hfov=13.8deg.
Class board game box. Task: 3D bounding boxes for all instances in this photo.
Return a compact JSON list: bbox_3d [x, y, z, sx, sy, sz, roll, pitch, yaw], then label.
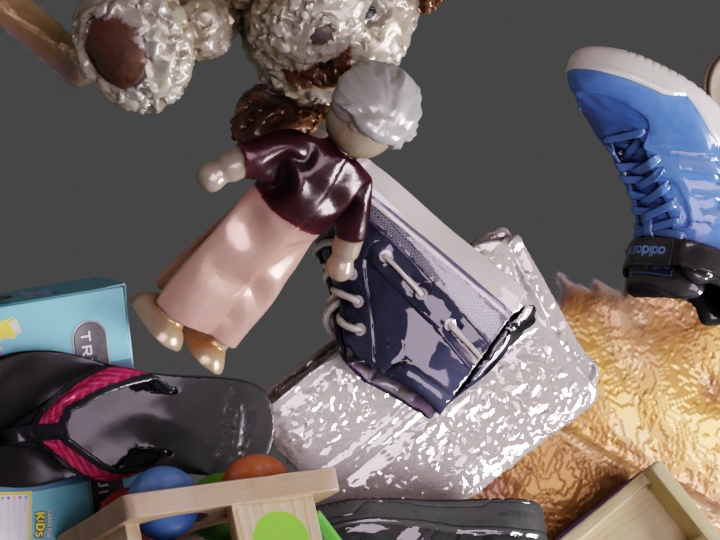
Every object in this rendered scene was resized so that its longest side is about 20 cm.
[{"bbox_3d":[-0.222,0.094,1.656,0.200,0.047,0.151,-9,99,-24],"label":"board game box"}]

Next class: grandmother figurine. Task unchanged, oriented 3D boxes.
[{"bbox_3d":[-0.042,-0.037,1.651,0.200,0.061,0.121,-47,140,13],"label":"grandmother figurine"}]

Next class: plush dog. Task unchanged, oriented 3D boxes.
[{"bbox_3d":[-0.047,-0.161,1.659,0.172,0.161,0.200,38,105,-23],"label":"plush dog"}]

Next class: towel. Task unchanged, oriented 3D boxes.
[{"bbox_3d":[0.044,0.077,1.787,0.200,0.034,0.133,-38,108,-17],"label":"towel"}]

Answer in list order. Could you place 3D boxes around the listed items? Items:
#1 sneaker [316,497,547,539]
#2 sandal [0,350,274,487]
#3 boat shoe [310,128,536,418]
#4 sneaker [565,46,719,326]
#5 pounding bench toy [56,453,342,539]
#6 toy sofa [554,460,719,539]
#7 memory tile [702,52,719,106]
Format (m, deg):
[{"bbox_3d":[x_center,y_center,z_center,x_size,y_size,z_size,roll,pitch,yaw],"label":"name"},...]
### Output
[{"bbox_3d":[0.052,0.188,1.731,0.200,0.060,0.104,0,69,-18],"label":"sneaker"},{"bbox_3d":[-0.135,0.084,1.644,0.200,0.045,0.075,1,94,-25],"label":"sandal"},{"bbox_3d":[0.000,0.000,1.716,0.200,0.075,0.093,37,75,-2],"label":"boat shoe"},{"bbox_3d":[0.185,-0.043,1.817,0.200,0.077,0.111,39,69,-30],"label":"sneaker"},{"bbox_3d":[-0.046,0.181,1.634,0.200,0.124,0.156,-6,77,-25],"label":"pounding bench toy"},{"bbox_3d":[0.126,0.211,1.822,0.200,0.098,0.083,-37,84,-17],"label":"toy sofa"},{"bbox_3d":[0.302,-0.168,1.894,0.153,0.017,0.200,21,86,-25],"label":"memory tile"}]
